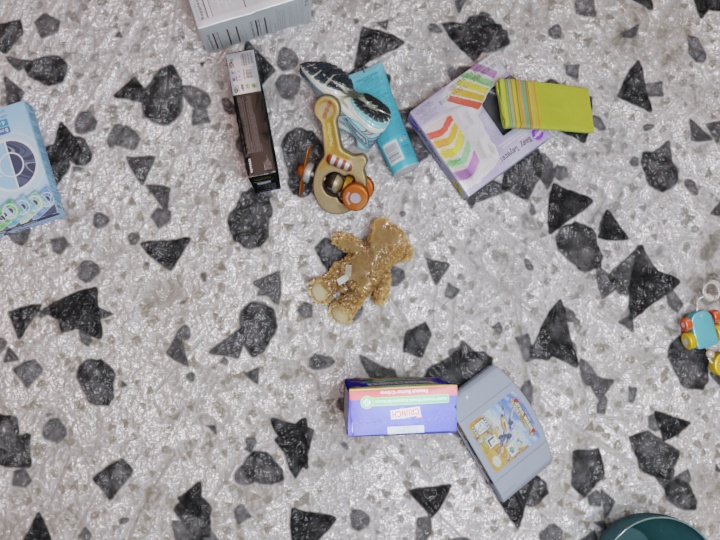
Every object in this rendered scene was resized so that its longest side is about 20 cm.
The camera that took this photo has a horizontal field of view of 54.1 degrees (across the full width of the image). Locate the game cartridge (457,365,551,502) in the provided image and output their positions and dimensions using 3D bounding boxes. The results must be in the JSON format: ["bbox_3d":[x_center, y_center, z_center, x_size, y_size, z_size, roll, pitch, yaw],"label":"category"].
[{"bbox_3d":[0.241,0.273,1.207,0.132,0.042,0.202,-32,93,-13],"label":"game cartridge"}]

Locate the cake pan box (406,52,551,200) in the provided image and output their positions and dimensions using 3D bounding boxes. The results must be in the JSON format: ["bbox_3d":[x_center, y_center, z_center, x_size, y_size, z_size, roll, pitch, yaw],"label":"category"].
[{"bbox_3d":[0.211,-0.255,1.246,0.199,0.052,0.185,-34,91,-6],"label":"cake pan box"}]

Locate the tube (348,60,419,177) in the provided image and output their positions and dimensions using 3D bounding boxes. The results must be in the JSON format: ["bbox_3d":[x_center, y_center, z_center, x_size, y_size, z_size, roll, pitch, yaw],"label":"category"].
[{"bbox_3d":[0.041,-0.266,1.241,0.076,0.050,0.202,-22,83,-4],"label":"tube"}]

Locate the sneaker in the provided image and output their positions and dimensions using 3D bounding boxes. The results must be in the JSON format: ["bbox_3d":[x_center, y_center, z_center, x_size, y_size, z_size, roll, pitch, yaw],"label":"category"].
[{"bbox_3d":[-0.042,-0.285,1.221,0.200,0.087,0.077,44,42,19],"label":"sneaker"}]

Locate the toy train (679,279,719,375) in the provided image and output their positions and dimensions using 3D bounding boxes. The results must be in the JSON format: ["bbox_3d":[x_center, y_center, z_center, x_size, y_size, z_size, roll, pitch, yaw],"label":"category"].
[{"bbox_3d":[0.652,0.115,1.248,0.199,0.056,0.151,37,84,-4],"label":"toy train"}]

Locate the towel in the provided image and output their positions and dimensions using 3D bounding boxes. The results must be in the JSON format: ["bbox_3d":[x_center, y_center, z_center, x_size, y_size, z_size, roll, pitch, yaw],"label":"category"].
[{"bbox_3d":[0.324,-0.285,1.233,0.197,0.018,0.088,-2,82,-25],"label":"towel"}]

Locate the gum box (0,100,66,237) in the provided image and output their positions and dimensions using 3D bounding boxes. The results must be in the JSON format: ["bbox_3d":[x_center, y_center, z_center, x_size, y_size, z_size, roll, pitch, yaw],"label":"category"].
[{"bbox_3d":[-0.616,-0.164,1.198,0.168,0.045,0.203,-19,87,-4],"label":"gum box"}]

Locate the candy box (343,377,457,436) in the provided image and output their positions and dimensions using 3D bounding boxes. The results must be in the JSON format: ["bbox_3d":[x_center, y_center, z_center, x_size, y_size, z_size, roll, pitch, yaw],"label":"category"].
[{"bbox_3d":[0.057,0.215,1.133,0.166,0.200,0.078,-1,86,-3],"label":"candy box"}]

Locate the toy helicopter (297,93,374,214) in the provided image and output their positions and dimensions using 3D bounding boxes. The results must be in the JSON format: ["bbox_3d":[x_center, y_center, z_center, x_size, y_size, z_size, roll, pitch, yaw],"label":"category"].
[{"bbox_3d":[-0.054,-0.194,1.193,0.130,0.079,0.203,-4,110,11],"label":"toy helicopter"}]

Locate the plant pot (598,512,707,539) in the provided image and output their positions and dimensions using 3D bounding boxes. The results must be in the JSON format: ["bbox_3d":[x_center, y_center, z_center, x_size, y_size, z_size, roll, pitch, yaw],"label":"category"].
[{"bbox_3d":[0.469,0.493,1.171,0.197,0.135,0.204,0,87,-3],"label":"plant pot"}]

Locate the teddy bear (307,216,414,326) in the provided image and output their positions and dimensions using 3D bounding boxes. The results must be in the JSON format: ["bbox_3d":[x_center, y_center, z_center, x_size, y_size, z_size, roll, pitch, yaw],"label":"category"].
[{"bbox_3d":[0.000,0.000,1.219,0.144,0.067,0.202,27,92,8],"label":"teddy bear"}]

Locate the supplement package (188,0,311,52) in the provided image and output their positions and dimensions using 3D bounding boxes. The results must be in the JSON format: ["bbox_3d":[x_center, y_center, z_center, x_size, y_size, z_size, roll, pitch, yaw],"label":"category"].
[{"bbox_3d":[-0.193,-0.472,1.207,0.197,0.110,0.115,-18,88,-4],"label":"supplement package"}]

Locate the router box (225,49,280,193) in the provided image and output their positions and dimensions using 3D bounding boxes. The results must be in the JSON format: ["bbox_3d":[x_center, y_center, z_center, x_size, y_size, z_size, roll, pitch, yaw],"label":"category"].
[{"bbox_3d":[-0.176,-0.241,1.174,0.050,0.149,0.203,-10,87,-4],"label":"router box"}]
